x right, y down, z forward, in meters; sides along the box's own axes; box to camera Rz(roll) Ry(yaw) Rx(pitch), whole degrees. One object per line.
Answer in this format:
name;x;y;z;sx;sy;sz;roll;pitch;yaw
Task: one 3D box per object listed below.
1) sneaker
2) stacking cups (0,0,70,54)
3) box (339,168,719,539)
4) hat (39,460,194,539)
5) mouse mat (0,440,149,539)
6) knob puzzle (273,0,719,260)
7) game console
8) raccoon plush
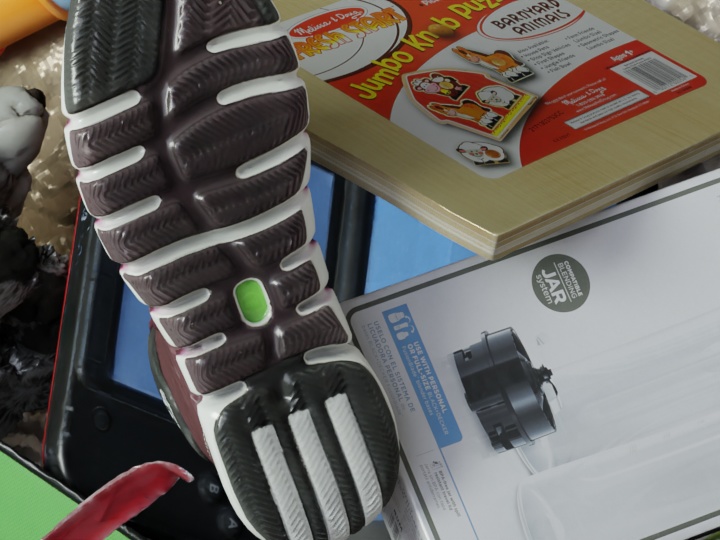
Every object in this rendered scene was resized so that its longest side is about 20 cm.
sneaker;-0.055;-0.011;0.949;0.076;0.115;0.200;-17;98;-15
stacking cups;-0.102;-0.128;1.164;0.200;0.060;0.061;-25;72;24
box;0.099;0.037;0.982;0.200;0.060;0.117;-18;71;-11
hat;-0.184;0.122;0.971;0.200;0.176;0.166;-35;60;-29
mouse mat;-0.087;0.148;1.044;0.161;0.200;0.008;33;51;12
knob puzzle;0.022;-0.071;1.033;0.219;0.220;0.031;29;126;25
game console;0.000;0.000;1.035;0.119;0.172;0.200;-23;52;45
raccoon plush;-0.190;0.001;1.054;0.200;0.097;0.134;-27;58;-18
